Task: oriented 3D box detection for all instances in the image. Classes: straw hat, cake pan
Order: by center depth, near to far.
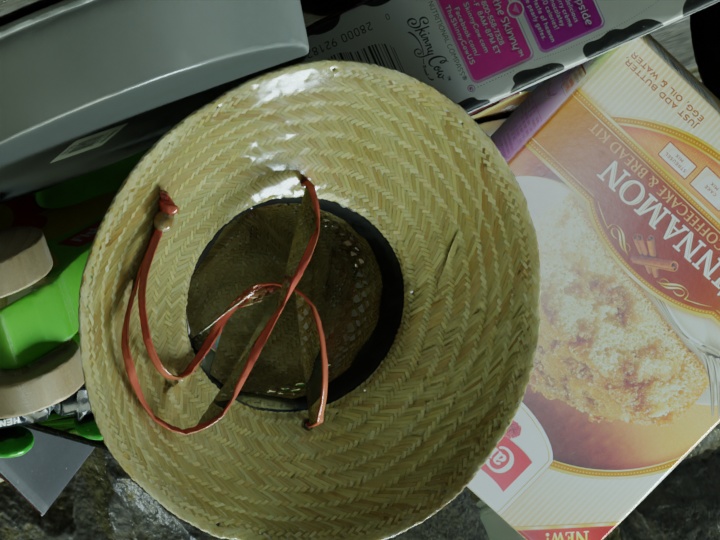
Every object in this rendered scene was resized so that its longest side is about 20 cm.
[{"bbox_3d":[-0.105,-0.066,1.087,0.199,0.037,0.200,-22,177,-1],"label":"cake pan"},{"bbox_3d":[-0.035,0.011,1.138,0.200,0.202,0.085,-21,-167,-26],"label":"straw hat"}]

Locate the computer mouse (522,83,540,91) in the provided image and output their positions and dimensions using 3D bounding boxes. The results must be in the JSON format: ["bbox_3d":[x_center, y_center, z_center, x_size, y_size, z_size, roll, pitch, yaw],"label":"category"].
[{"bbox_3d":[0.126,-0.129,1.408,0.199,0.059,0.034,-22,-154,-35],"label":"computer mouse"}]

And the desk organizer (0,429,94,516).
[{"bbox_3d":[-0.202,0.042,1.470,0.072,0.077,0.200,-52,152,-12],"label":"desk organizer"}]

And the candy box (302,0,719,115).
[{"bbox_3d":[0.070,-0.111,1.194,0.199,0.061,0.136,-24,-175,15],"label":"candy box"}]

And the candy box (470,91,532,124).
[{"bbox_3d":[0.064,-0.098,1.513,0.115,0.056,0.200,-25,175,25],"label":"candy box"}]

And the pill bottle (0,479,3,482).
[{"bbox_3d":[-0.231,0.070,1.695,0.114,0.115,0.200,-22,177,-7],"label":"pill bottle"}]

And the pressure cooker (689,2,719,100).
[{"bbox_3d":[0.274,-0.122,1.387,0.178,0.177,0.200,-12,178,35],"label":"pressure cooker"}]

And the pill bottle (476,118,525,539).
[{"bbox_3d":[0.069,0.035,1.452,0.111,0.201,0.111,-22,175,-2],"label":"pill bottle"}]

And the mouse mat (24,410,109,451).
[{"bbox_3d":[-0.083,0.078,1.425,0.160,0.008,0.199,12,-174,40],"label":"mouse mat"}]

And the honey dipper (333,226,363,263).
[{"bbox_3d":[0.000,0.000,1.400,0.038,0.201,0.038,-21,176,-1],"label":"honey dipper"}]

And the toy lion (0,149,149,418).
[{"bbox_3d":[-0.152,-0.007,1.216,0.200,0.069,0.191,-31,-155,-35],"label":"toy lion"}]

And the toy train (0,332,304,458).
[{"bbox_3d":[-0.107,0.042,1.227,0.199,0.042,0.056,-12,-147,-21],"label":"toy train"}]

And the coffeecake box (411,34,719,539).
[{"bbox_3d":[0.104,0.009,1.305,0.200,0.153,0.073,-47,-170,11],"label":"coffeecake box"}]
